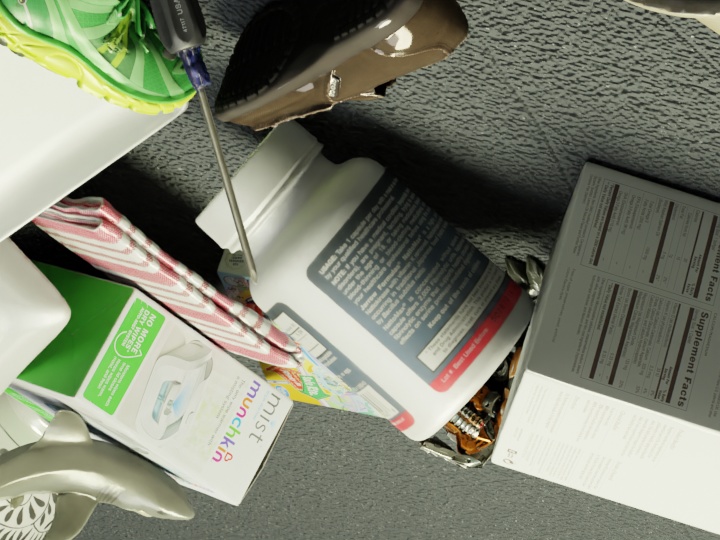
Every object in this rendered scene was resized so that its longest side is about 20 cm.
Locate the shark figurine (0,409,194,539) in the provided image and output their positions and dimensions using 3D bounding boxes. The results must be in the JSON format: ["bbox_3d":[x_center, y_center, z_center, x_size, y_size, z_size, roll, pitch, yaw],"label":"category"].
[{"bbox_3d":[-0.234,0.142,1.756,0.213,0.128,0.090,-13,140,-32],"label":"shark figurine"}]

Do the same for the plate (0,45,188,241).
[{"bbox_3d":[-0.225,-0.106,1.488,0.032,0.199,0.200,53,178,36],"label":"plate"}]

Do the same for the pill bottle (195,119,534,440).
[{"bbox_3d":[0.000,0.000,1.541,0.200,0.120,0.120,41,152,-4],"label":"pill bottle"}]

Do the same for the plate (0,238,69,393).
[{"bbox_3d":[-0.323,0.013,1.754,0.200,0.032,0.200,48,131,2],"label":"plate"}]

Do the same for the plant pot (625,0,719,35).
[{"bbox_3d":[0.197,-0.166,1.055,0.199,0.202,0.183,2,163,30],"label":"plant pot"}]

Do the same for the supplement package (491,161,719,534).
[{"bbox_3d":[0.203,0.057,1.515,0.199,0.151,0.152,17,155,2],"label":"supplement package"}]

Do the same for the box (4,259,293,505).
[{"bbox_3d":[-0.181,0.078,1.834,0.176,0.097,0.199,39,164,-36],"label":"box"}]

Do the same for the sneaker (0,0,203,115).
[{"bbox_3d":[-0.149,-0.149,1.415,0.074,0.084,0.200,45,-167,34],"label":"sneaker"}]

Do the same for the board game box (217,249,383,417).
[{"bbox_3d":[-0.017,0.046,1.778,0.134,0.034,0.200,10,154,17],"label":"board game box"}]

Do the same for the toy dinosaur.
[{"bbox_3d":[0.102,0.079,1.648,0.199,0.136,0.102,29,152,-22],"label":"toy dinosaur"}]

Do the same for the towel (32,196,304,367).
[{"bbox_3d":[-0.139,0.002,1.715,0.200,0.030,0.146,38,169,-29],"label":"towel"}]

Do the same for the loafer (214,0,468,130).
[{"bbox_3d":[-0.013,-0.117,1.399,0.071,0.073,0.200,31,153,-27],"label":"loafer"}]

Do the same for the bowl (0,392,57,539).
[{"bbox_3d":[-0.278,0.117,1.966,0.094,0.202,0.200,-32,131,25],"label":"bowl"}]

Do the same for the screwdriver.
[{"bbox_3d":[-0.085,-0.090,1.414,0.028,0.029,0.201,-11,101,51],"label":"screwdriver"}]
